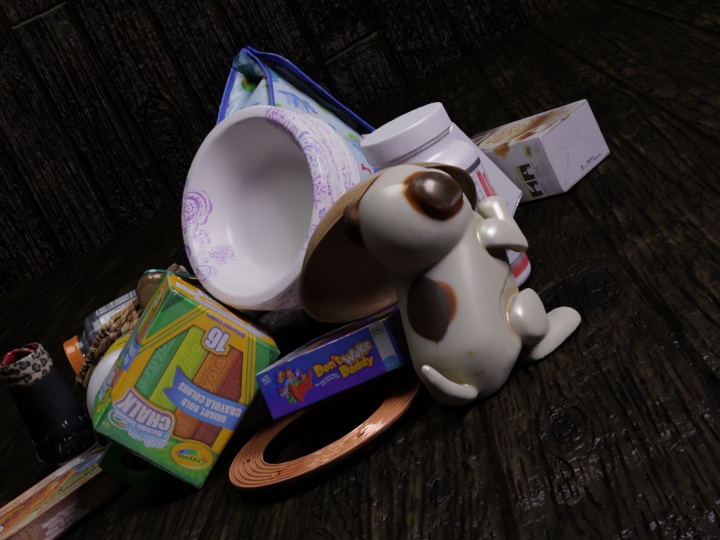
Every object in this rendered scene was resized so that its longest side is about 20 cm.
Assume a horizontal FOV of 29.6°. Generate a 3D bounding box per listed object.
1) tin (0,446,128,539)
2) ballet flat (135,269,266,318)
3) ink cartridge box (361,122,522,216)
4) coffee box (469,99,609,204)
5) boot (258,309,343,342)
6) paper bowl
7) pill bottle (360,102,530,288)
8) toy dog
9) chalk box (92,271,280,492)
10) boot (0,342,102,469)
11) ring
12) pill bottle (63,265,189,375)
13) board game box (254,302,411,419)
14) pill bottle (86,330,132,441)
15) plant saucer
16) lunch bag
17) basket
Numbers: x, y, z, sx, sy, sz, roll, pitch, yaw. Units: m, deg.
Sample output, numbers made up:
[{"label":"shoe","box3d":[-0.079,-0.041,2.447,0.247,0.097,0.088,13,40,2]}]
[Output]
[{"label":"tin","box3d":[-0.327,0.251,1.417,0.199,0.042,0.112,-34,10,-28]},{"label":"ballet flat","box3d":[-0.175,0.039,1.661,0.198,0.073,0.068,2,-31,-5]},{"label":"ink cartridge box","box3d":[0.069,-0.093,1.613,0.199,0.145,0.084,-1,58,49]},{"label":"coffee box","box3d":[0.201,-0.139,1.744,0.199,0.080,0.114,-14,18,49]},{"label":"boot","box3d":[-0.036,0.030,1.621,0.199,0.070,0.174,-27,3,-27]},{"label":"paper bowl","box3d":[-0.080,-0.059,1.377,0.199,0.203,0.104,-19,-16,36]},{"label":"pill bottle","box3d":[0.085,-0.062,1.400,0.115,0.201,0.116,-26,13,6]},{"label":"toy dog","box3d":[0.066,0.004,1.180,0.139,0.201,0.194,-16,17,45]},{"label":"chalk box","box3d":[-0.184,0.124,1.338,0.201,0.124,0.124,-61,13,2]},{"label":"boot","box3d":[-0.373,0.158,1.614,0.073,0.155,0.203,-31,13,-19]},{"label":"ring","box3d":[-0.030,0.146,1.242,0.199,0.019,0.201,-27,13,7]},{"label":"pill bottle","box3d":[-0.309,0.084,1.886,0.199,0.107,0.106,-29,12,-4]},{"label":"board game box","box3d":[-0.007,0.078,1.301,0.133,0.045,0.200,-24,1,13]},{"label":"pill bottle","box3d":[-0.240,0.131,1.500,0.112,0.113,0.200,-28,8,-1]},{"label":"plant saucer","box3d":[0.019,-0.034,1.281,0.199,0.036,0.201,-28,-30,-18]},{"label":"lunch bag","box3d":[-0.072,-0.153,1.551,0.127,0.170,0.201,-41,32,23]},{"label":"basket","box3d":[-0.245,0.115,1.728,0.143,0.148,0.200,-58,-5,31]}]
